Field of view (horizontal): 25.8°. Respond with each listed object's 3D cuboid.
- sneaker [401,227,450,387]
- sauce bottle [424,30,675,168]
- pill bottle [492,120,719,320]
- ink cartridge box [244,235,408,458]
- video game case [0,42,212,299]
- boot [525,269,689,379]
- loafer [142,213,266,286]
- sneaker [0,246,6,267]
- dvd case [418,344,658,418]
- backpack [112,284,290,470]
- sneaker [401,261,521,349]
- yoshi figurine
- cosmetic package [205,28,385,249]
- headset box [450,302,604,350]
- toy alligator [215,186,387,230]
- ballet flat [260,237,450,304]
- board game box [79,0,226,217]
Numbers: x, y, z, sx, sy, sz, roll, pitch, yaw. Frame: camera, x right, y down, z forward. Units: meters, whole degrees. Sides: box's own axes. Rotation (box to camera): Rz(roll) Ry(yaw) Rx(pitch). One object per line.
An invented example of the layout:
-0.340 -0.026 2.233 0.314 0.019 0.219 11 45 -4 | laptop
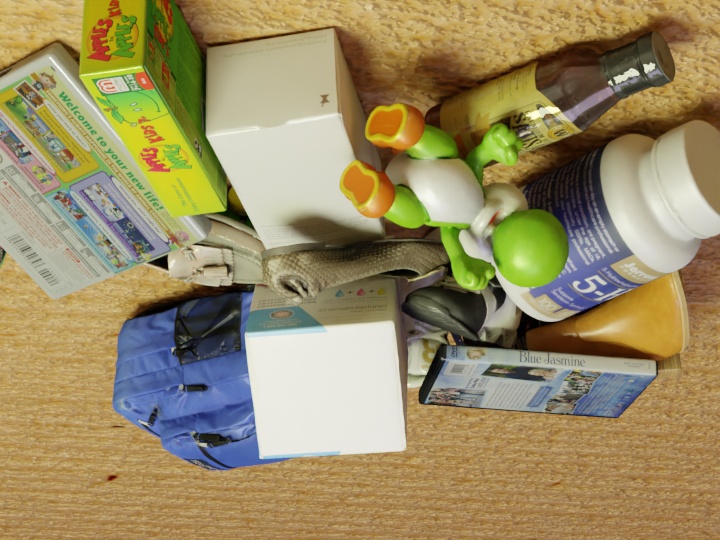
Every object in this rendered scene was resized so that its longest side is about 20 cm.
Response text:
0.077 0.041 1.493 0.073 0.116 0.200 9 149 -17 | sneaker
0.145 -0.132 1.219 0.199 0.066 0.066 -20 147 32 | sauce bottle
0.216 -0.044 1.315 0.119 0.120 0.200 22 144 -38 | pill bottle
-0.026 0.059 1.389 0.128 0.200 0.126 -5 115 3 | ink cartridge box
-0.247 -0.074 1.273 0.181 0.022 0.200 -20 123 31 | video game case
0.222 0.054 1.430 0.143 0.071 0.202 -5 148 5 | boot
-0.169 -0.018 1.354 0.199 0.063 0.072 17 142 8 | loafer
-0.383 -0.040 1.342 0.077 0.084 0.199 -26 144 37 | sneaker
0.160 0.104 1.453 0.199 0.018 0.143 4 159 -5 | dvd case
-0.149 0.110 1.557 0.199 0.169 0.162 -9 151 27 | backpack
0.097 0.015 1.385 0.074 0.089 0.200 21 -177 22 | sneaker
0.089 -0.046 1.204 0.199 0.112 0.112 27 133 -34 | yoshi figurine
-0.048 -0.097 1.253 0.107 0.085 0.200 -7 151 7 | cosmetic package
0.190 0.060 1.576 0.199 0.075 0.149 -9 151 12 | headset box
-0.057 -0.039 1.395 0.199 0.055 0.059 4 153 -10 | toy alligator
0.000 0.000 1.293 0.199 0.047 0.067 -3 171 -44 | ballet flat
-0.148 -0.133 1.159 0.047 0.102 0.200 -7 152 10 | board game box
